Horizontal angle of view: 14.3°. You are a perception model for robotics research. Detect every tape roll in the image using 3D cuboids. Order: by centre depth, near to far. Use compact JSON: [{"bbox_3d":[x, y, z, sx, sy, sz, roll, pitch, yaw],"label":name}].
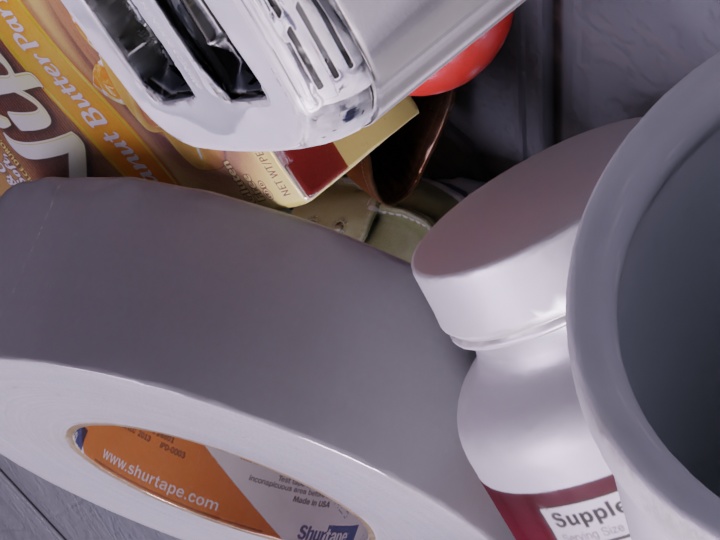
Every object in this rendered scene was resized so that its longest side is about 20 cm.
[{"bbox_3d":[-0.035,0.042,0.931,0.200,0.066,0.200,18,162,6],"label":"tape roll"}]

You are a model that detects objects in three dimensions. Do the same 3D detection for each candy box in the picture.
[{"bbox_3d":[-0.078,-0.069,0.920,0.200,0.055,0.116,-13,112,58],"label":"candy box"}]

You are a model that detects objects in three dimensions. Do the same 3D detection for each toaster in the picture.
[{"bbox_3d":[-0.017,-0.117,0.689,0.114,0.129,0.200,7,135,58],"label":"toaster"}]

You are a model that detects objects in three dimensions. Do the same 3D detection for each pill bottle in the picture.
[{"bbox_3d":[0.100,0.061,0.836,0.200,0.113,0.113,59,160,-15],"label":"pill bottle"}]

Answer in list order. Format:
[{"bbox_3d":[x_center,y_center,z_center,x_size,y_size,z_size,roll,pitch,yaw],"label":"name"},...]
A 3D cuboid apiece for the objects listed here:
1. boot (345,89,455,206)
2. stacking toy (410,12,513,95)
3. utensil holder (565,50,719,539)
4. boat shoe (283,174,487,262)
[{"bbox_3d":[-0.036,-0.077,0.978,0.155,0.074,0.200,43,162,15],"label":"boot"},{"bbox_3d":[-0.030,-0.129,0.789,0.200,0.085,0.085,49,163,-20],"label":"stacking toy"},{"bbox_3d":[0.144,0.062,0.655,0.170,0.170,0.200,38,157,38],"label":"utensil holder"},{"bbox_3d":[0.000,0.000,1.001,0.200,0.062,0.072,14,102,63],"label":"boat shoe"}]
